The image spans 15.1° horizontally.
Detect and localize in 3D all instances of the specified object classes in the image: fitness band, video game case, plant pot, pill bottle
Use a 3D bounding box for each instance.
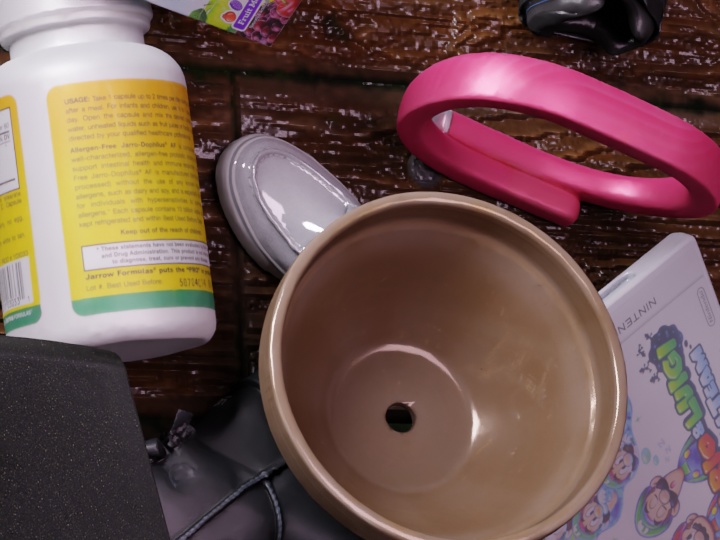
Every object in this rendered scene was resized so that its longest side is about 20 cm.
[{"bbox_3d":[0.117,-0.073,1.570,0.199,0.143,0.038,21,69,-24],"label":"fitness band"},{"bbox_3d":[0.164,0.109,1.597,0.182,0.024,0.201,-37,117,-30],"label":"video game case"},{"bbox_3d":[0.035,0.067,1.454,0.200,0.093,0.202,7,66,-16],"label":"plant pot"},{"bbox_3d":[-0.206,0.132,1.333,0.177,0.200,0.201,-12,86,-40],"label":"plant pot"},{"bbox_3d":[-0.143,-0.055,1.441,0.112,0.113,0.201,-4,82,-29],"label":"pill bottle"}]

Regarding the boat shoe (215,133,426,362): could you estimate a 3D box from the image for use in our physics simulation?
[{"bbox_3d":[0.000,0.000,1.534,0.072,0.068,0.200,-42,101,-29],"label":"boat shoe"}]

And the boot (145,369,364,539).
[{"bbox_3d":[-0.064,0.162,1.464,0.162,0.073,0.199,-34,90,-32],"label":"boot"}]

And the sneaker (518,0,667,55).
[{"bbox_3d":[0.109,-0.205,1.630,0.199,0.077,0.112,31,57,-27],"label":"sneaker"}]

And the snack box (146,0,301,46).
[{"bbox_3d":[-0.109,-0.221,1.472,0.142,0.053,0.201,17,37,-24],"label":"snack box"}]
